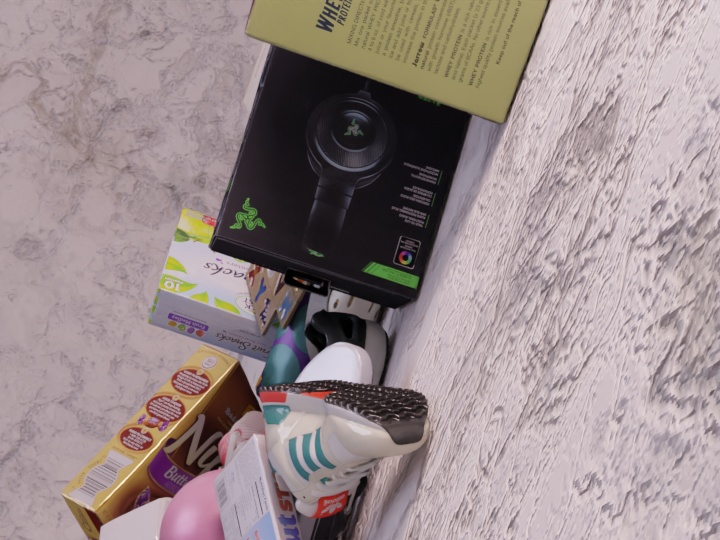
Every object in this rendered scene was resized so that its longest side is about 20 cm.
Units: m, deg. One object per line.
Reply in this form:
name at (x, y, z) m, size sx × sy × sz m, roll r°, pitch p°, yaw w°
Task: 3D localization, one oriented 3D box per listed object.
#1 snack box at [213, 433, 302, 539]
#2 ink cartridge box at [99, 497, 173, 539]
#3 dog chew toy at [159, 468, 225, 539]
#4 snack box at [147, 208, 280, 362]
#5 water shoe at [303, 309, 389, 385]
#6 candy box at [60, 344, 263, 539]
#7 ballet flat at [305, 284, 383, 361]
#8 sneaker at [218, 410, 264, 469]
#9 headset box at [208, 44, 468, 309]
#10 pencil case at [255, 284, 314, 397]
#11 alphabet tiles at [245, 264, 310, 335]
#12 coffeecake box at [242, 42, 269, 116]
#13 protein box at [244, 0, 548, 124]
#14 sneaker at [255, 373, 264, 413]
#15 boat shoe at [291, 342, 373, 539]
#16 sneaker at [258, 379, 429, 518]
snack box at (-0.067, 0.225, 1.271) m, size 0.072 × 0.024 × 0.201 m, roll -49°, pitch 45°, yaw 38°
ink cartridge box at (-0.158, 0.320, 1.466) m, size 0.083 × 0.147 × 0.201 m, roll -27°, pitch 42°, yaw 29°
dog chew toy at (-0.098, 0.267, 1.394) m, size 0.125 × 0.124 × 0.201 m, roll 119°, pitch 147°, yaw -58°
snack box at (-0.104, 0.026, 1.728) m, size 0.143 × 0.199 × 0.053 m, roll -81°, pitch 12°, yaw -53°
water shoe at (-0.035, 0.130, 1.415) m, size 0.072 × 0.078 × 0.201 m, roll 121°, pitch 165°, yaw -64°
candy box at (-0.175, 0.180, 1.590) m, size 0.200 × 0.056 × 0.117 m, roll -49°, pitch -41°, yaw -27°
ballet flat at (0.000, 0.000, 1.538) m, size 0.064 × 0.067 × 0.201 m, roll -169°, pitch 96°, yaw -72°
sneaker at (-0.085, 0.202, 1.540) m, size 0.201 × 0.104 × 0.076 m, roll -84°, pitch 15°, yaw -54°
headset box at (-0.020, -0.077, 1.420) m, size 0.093 × 0.173 × 0.201 m, roll 144°, pitch 144°, yaw -79°
pencil case at (-0.034, 0.040, 1.618) m, size 0.092 × 0.085 × 0.201 m, roll -154°, pitch 81°, yaw -82°
alphabet tiles at (-0.060, -0.045, 1.614) m, size 0.201 × 0.006 × 0.167 m, roll -61°, pitch 27°, yaw 27°
coffeecake box at (-0.032, -0.144, 1.702) m, size 0.201 × 0.073 × 0.154 m, roll 63°, pitch 150°, yaw 25°
protein box at (0.039, -0.242, 1.258) m, size 0.135 × 0.199 × 0.200 m, roll -99°, pitch 28°, yaw -75°
sneaker at (-0.092, 0.193, 1.703) m, size 0.078 × 0.082 × 0.201 m, roll 119°, pitch 166°, yaw -59°
boat shoe at (-0.025, 0.153, 1.323) m, size 0.072 × 0.068 × 0.201 m, roll 23°, pitch 98°, yaw 45°
sneaker at (-0.010, 0.130, 1.206) m, size 0.199 × 0.070 × 0.094 m, roll 3°, pitch 96°, yaw 60°
